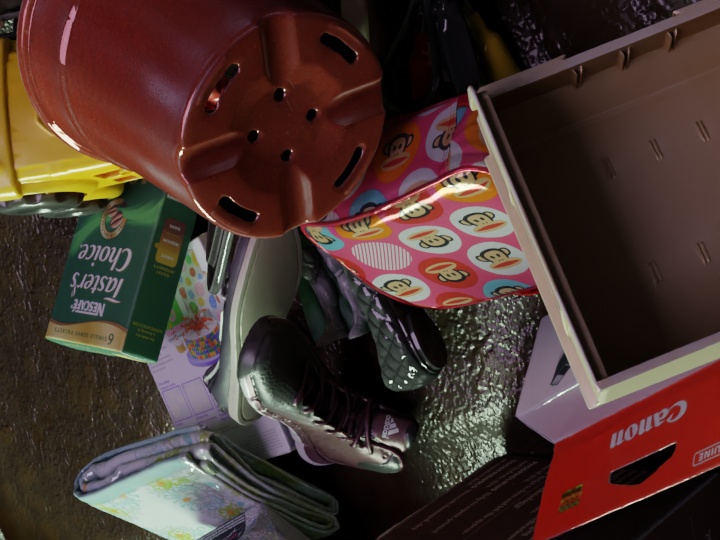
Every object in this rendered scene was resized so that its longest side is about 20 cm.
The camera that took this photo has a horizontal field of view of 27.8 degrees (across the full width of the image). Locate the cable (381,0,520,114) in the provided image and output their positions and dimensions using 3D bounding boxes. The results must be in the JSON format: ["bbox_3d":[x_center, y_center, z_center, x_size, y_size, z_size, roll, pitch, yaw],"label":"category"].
[{"bbox_3d":[0.048,-0.185,0.983,0.096,0.050,0.201,-12,116,8],"label":"cable"}]

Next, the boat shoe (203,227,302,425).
[{"bbox_3d":[-0.096,0.032,1.166,0.063,0.072,0.201,33,131,30],"label":"boat shoe"}]

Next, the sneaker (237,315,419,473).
[{"bbox_3d":[-0.013,0.104,1.157,0.115,0.076,0.200,11,156,27],"label":"sneaker"}]

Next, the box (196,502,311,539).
[{"bbox_3d":[-0.062,0.316,1.244,0.200,0.115,0.132,40,137,-14],"label":"box"}]

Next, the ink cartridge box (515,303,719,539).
[{"bbox_3d":[0.176,0.067,0.932,0.043,0.174,0.200,36,138,-16],"label":"ink cartridge box"}]

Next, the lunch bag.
[{"bbox_3d":[0.077,-0.035,1.004,0.199,0.083,0.176,-16,141,44],"label":"lunch bag"}]

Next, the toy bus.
[{"bbox_3d":[-0.190,-0.120,1.156,0.190,0.200,0.137,-7,88,8],"label":"toy bus"}]

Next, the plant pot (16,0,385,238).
[{"bbox_3d":[-0.095,-0.128,0.955,0.195,0.199,0.202,38,131,47],"label":"plant pot"}]

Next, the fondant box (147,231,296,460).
[{"bbox_3d":[-0.126,0.074,1.296,0.144,0.058,0.201,-23,92,46],"label":"fondant box"}]

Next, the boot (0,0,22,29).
[{"bbox_3d":[-0.241,-0.221,1.138,0.199,0.154,0.073,25,124,35],"label":"boot"}]

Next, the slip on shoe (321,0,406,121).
[{"bbox_3d":[0.001,-0.153,1.032,0.076,0.060,0.201,56,160,40],"label":"slip on shoe"}]

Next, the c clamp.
[{"bbox_3d":[-0.102,-0.089,1.172,0.171,0.027,0.201,-101,22,-51],"label":"c clamp"}]

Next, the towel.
[{"bbox_3d":[-0.137,0.205,1.300,0.171,0.048,0.199,35,144,-30],"label":"towel"}]

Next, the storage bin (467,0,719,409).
[{"bbox_3d":[0.186,-0.051,0.823,0.094,0.199,0.200,66,-178,-74],"label":"storage bin"}]

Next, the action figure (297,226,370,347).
[{"bbox_3d":[-0.041,-0.041,1.172,0.118,0.055,0.202,-18,92,44],"label":"action figure"}]

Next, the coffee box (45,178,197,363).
[{"bbox_3d":[-0.199,-0.026,1.257,0.122,0.044,0.202,8,80,46],"label":"coffee box"}]

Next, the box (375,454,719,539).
[{"bbox_3d":[0.145,0.242,1.036,0.199,0.164,0.167,-2,106,43],"label":"box"}]

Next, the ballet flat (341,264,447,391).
[{"bbox_3d":[0.000,0.000,1.106,0.057,0.066,0.201,-28,85,32],"label":"ballet flat"}]
